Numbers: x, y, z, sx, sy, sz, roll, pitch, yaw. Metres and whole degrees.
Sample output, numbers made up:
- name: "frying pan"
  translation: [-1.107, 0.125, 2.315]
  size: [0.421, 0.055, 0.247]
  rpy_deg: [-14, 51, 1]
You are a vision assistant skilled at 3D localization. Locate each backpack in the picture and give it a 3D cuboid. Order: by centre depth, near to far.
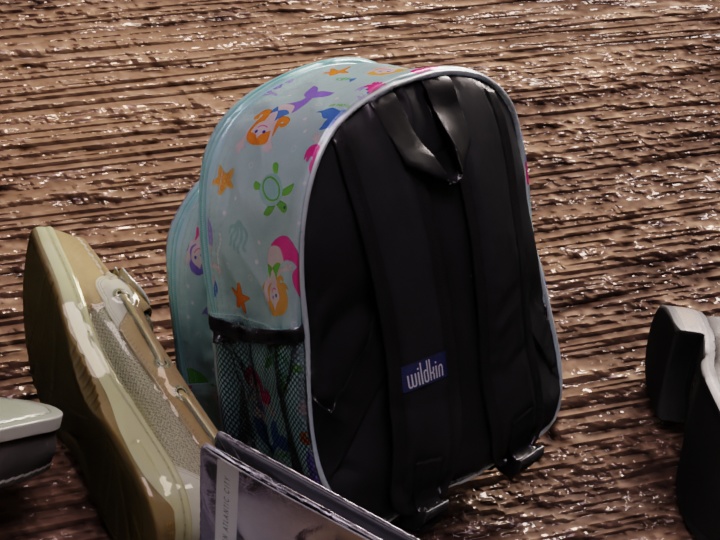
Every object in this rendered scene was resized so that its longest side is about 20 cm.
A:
- name: "backpack"
  translation: [0.000, 0.000, 1.288]
  size: [0.150, 0.201, 0.177]
  rpy_deg: [15, 28, 42]

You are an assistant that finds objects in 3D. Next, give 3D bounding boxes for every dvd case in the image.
- name: "dvd case"
  translation: [0.019, 0.160, 1.102]
  size: [0.199, 0.149, 0.016]
  rpy_deg: [28, 50, 21]

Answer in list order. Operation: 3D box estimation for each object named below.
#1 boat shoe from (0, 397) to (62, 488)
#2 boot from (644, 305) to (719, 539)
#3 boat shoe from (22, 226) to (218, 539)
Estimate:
- name: "boat shoe"
  translation: [-0.219, 0.098, 1.193]
  size: [0.200, 0.061, 0.072]
  rpy_deg: [-10, 13, -35]
- name: "boot"
  translation: [0.242, 0.076, 1.375]
  size: [0.173, 0.070, 0.200]
  rpy_deg: [6, 32, -10]
- name: "boat shoe"
  translation: [-0.106, 0.055, 1.280]
  size: [0.063, 0.073, 0.201]
  rpy_deg: [-9, 42, -24]
